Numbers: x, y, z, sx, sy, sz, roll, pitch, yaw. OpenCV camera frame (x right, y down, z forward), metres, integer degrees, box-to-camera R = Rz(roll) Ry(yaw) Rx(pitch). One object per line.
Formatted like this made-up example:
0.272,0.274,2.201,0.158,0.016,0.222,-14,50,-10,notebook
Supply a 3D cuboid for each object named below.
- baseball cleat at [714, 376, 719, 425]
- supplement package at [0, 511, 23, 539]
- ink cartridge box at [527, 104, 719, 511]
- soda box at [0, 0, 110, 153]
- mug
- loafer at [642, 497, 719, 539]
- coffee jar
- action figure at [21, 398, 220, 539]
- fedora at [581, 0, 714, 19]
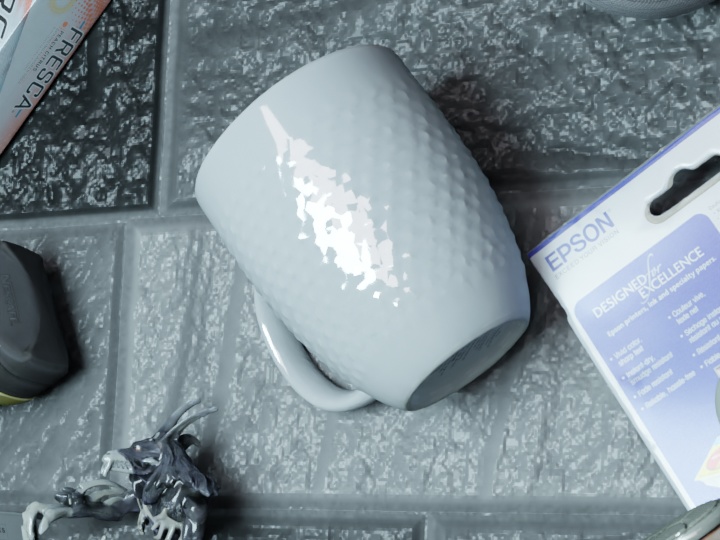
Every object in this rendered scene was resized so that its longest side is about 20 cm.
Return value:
0.244,0.126,0.862,0.070,0.106,0.200,-43,87,1,baseball cleat
-0.269,0.260,1.117,0.113,0.109,0.201,-16,73,23,supplement package
0.223,0.016,0.963,0.197,0.047,0.201,-37,65,16,ink cartridge box
-0.249,-0.152,1.215,0.063,0.068,0.200,39,97,27,soda box
0.000,0.000,1.033,0.176,0.147,0.200,54,134,17,mug
0.138,0.193,0.947,0.200,0.072,0.063,-41,81,33,loafer
-0.290,0.062,1.182,0.199,0.085,0.105,-26,67,20,coffee jar
-0.145,0.173,1.075,0.119,0.101,0.202,10,88,59,action figure
0.161,-0.240,1.004,0.200,0.177,0.090,-43,28,-9,fedora
